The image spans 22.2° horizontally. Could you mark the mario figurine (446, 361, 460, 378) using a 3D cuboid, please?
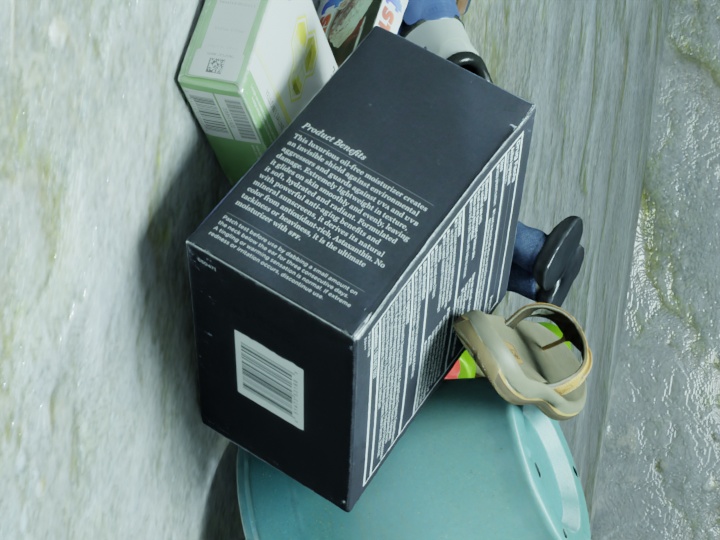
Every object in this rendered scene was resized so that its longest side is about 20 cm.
[{"bbox_3d":[0.052,0.152,1.539,0.124,0.105,0.202,-48,148,-51],"label":"mario figurine"}]

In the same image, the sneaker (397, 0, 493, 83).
[{"bbox_3d":[0.049,-0.096,1.320,0.200,0.080,0.116,99,-29,-43],"label":"sneaker"}]

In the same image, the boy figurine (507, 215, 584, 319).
[{"bbox_3d":[0.054,-0.030,1.272,0.065,0.199,0.125,-57,154,-23],"label":"boy figurine"}]

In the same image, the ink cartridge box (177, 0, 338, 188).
[{"bbox_3d":[-0.047,-0.160,1.128,0.146,0.048,0.202,66,37,-62],"label":"ink cartridge box"}]

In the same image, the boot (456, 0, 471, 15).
[{"bbox_3d":[0.024,-0.158,1.396,0.097,0.074,0.202,-14,121,-49],"label":"boot"}]

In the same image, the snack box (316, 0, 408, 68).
[{"bbox_3d":[0.004,-0.189,1.252,0.024,0.072,0.201,39,53,-31],"label":"snack box"}]

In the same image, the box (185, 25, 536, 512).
[{"bbox_3d":[0.000,0.000,1.111,0.199,0.123,0.201,-50,160,-30],"label":"box"}]

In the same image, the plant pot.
[{"bbox_3d":[0.045,0.159,1.231,0.201,0.187,0.201,56,21,-34],"label":"plant pot"}]

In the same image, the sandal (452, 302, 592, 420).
[{"bbox_3d":[0.115,0.049,1.172,0.054,0.081,0.200,-42,162,10],"label":"sandal"}]

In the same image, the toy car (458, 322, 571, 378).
[{"bbox_3d":[0.101,0.150,1.671,0.164,0.156,0.202,-58,164,-72],"label":"toy car"}]
